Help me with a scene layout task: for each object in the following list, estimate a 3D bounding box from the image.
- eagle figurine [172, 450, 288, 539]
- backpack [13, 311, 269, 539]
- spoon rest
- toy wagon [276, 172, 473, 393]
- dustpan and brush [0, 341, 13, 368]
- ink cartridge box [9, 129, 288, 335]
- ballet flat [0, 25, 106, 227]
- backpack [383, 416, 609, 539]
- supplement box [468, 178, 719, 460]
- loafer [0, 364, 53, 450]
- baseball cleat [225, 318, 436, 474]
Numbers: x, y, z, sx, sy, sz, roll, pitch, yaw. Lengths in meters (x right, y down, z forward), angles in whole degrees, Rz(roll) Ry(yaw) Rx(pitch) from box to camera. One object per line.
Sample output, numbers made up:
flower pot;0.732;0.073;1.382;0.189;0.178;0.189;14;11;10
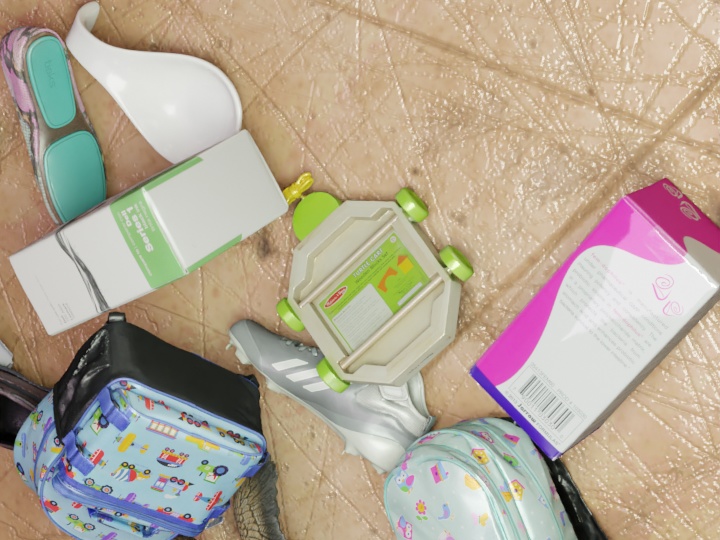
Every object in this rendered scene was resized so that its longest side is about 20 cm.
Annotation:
eagle figurine;-0.104;0.266;1.602;0.200;0.152;0.151;50;139;4
backpack;-0.198;0.162;1.537;0.182;0.135;0.200;29;116;-30
spoon rest;-0.188;-0.167;1.585;0.200;0.061;0.100;37;116;17
toy wagon;0.000;0.000;1.513;0.155;0.040;0.200;-42;62;13
dustpan and brush;-0.440;0.082;1.787;0.200;0.057;0.140;-38;95;23
ink cartridge box;-0.184;-0.031;1.539;0.200;0.146;0.085;-22;99;42
ballet flat;-0.283;-0.129;1.636;0.071;0.069;0.201;17;127;50
backpack;0.109;0.220;1.475;0.167;0.126;0.201;-22;87;33
supplement box;0.196;0.037;1.401;0.101;0.103;0.200;46;119;13
loafer;-0.341;0.136;1.710;0.199;0.063;0.072;13;111;11
baseball cleat;-0.019;0.086;1.558;0.200;0.070;0.107;38;100;13
